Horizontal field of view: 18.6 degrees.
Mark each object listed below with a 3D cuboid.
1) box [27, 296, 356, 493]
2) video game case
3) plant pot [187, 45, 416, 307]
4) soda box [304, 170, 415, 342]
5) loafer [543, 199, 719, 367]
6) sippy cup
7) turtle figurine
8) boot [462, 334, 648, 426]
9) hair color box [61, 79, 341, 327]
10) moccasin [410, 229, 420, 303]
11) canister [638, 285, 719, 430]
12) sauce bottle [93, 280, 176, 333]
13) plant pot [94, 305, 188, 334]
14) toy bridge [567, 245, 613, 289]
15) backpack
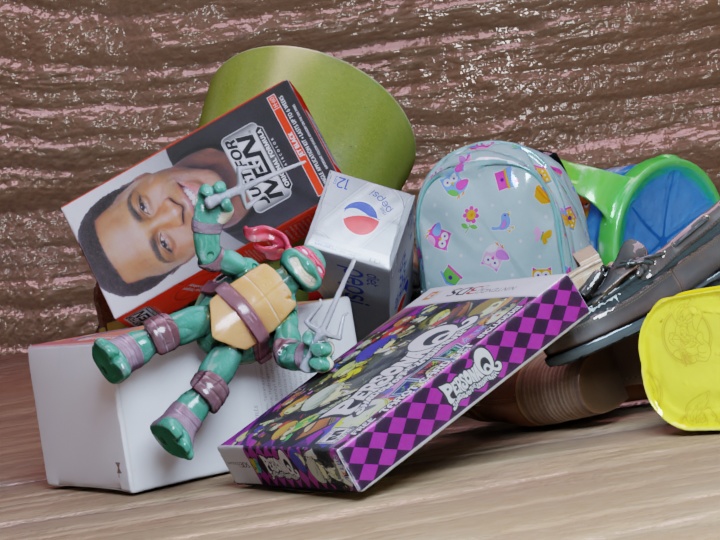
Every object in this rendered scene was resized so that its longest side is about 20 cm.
[{"bbox_3d":[-0.118,0.088,1.602,0.199,0.107,0.152,-10,2,-32],"label":"box"},{"bbox_3d":[0.025,0.072,1.408,0.199,0.036,0.181,-36,12,-24],"label":"video game case"},{"bbox_3d":[-0.069,-0.045,1.790,0.186,0.188,0.201,-8,45,32],"label":"plant pot"},{"bbox_3d":[0.000,0.000,1.641,0.068,0.064,0.200,16,-20,6],"label":"soda box"},{"bbox_3d":[0.197,-0.003,1.448,0.199,0.063,0.072,-26,1,-13],"label":"loafer"},{"bbox_3d":[0.209,-0.027,1.806,0.139,0.179,0.130,-29,22,-33],"label":"sippy cup"},{"bbox_3d":[-0.078,0.028,1.486,0.200,0.150,0.101,-42,-16,-20],"label":"turtle figurine"},{"bbox_3d":[0.157,0.068,1.558,0.199,0.077,0.155,-24,11,-41],"label":"boot"},{"bbox_3d":[-0.113,-0.048,1.658,0.199,0.102,0.061,-30,-14,4],"label":"hair color box"},{"bbox_3d":[0.042,-0.005,1.838,0.073,0.078,0.201,27,-4,9],"label":"moccasin"},{"bbox_3d":[0.290,0.042,1.396,0.148,0.087,0.199,-9,0,38],"label":"canister"},{"bbox_3d":[-0.172,0.043,1.716,0.065,0.202,0.066,-11,-3,-1],"label":"sauce bottle"},{"bbox_3d":[-0.145,0.060,1.873,0.185,0.189,0.200,-8,16,29],"label":"plant pot"},{"bbox_3d":[0.089,0.041,1.532,0.199,0.027,0.067,-27,13,2],"label":"toy bridge"},{"bbox_3d":[0.114,0.001,1.674,0.165,0.202,0.127,-8,2,10],"label":"backpack"}]
